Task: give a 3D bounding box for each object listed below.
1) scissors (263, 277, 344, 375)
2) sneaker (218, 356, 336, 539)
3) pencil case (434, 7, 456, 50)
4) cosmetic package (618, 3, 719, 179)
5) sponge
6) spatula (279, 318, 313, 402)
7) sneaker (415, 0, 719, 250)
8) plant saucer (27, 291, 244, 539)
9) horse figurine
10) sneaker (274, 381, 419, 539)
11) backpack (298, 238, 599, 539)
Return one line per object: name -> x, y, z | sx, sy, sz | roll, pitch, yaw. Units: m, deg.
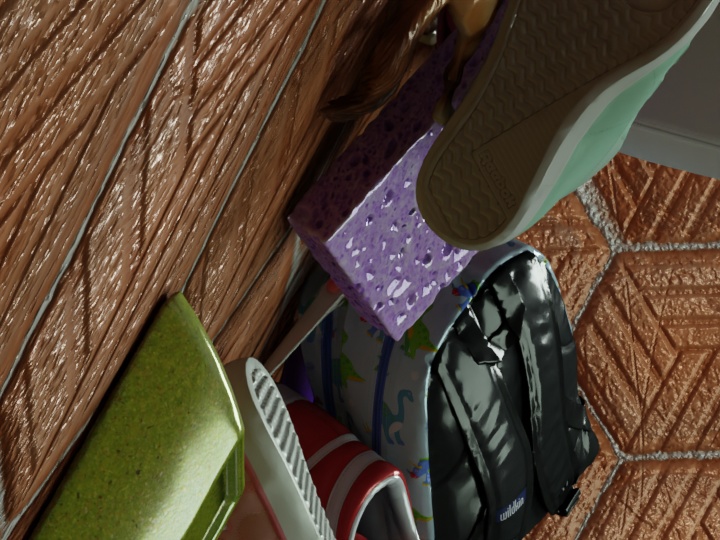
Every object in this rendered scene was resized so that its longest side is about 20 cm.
scissors -> 0.000, 0.000, 1.441 | 0.200, 0.073, 0.014 | -59, 137, -15
sneaker -> -0.066, 0.129, 1.354 | 0.201, 0.104, 0.076 | 72, 4, -46
pencil case -> 0.086, -0.123, 1.477 | 0.200, 0.090, 0.094 | -2, 102, -83
cosmetic package -> 0.229, -0.145, 1.484 | 0.167, 0.166, 0.201 | 28, 78, -85
sponge -> 0.057, -0.066, 1.324 | 0.200, 0.030, 0.112 | -48, 149, -9
spatula -> -0.064, 0.113, 1.583 | 0.200, 0.021, 0.056 | -61, 163, 14
sneaker -> 0.104, -0.104, 1.214 | 0.201, 0.074, 0.118 | -53, 172, 26
plant saucer -> -0.099, 0.124, 1.121 | 0.200, 0.048, 0.200 | -61, 175, -13
horse figurine -> 0.054, -0.145, 1.202 | 0.200, 0.050, 0.133 | -57, 169, -22
sneaker -> -0.039, 0.171, 1.494 | 0.071, 0.112, 0.201 | -6, 119, -54
backpack -> 0.045, 0.060, 1.533 | 0.163, 0.154, 0.200 | -42, 156, -24
